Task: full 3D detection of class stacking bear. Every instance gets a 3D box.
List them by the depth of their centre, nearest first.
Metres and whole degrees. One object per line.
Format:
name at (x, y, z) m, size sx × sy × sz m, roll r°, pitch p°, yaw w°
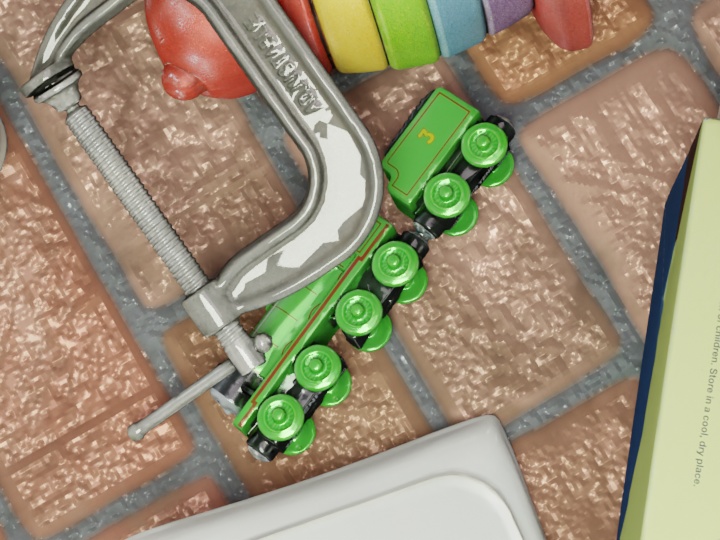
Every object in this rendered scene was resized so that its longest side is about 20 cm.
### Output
stacking bear at (-0.004, -0.139, 0.991) m, size 0.200 × 0.114 × 0.122 m, roll -18°, pitch 78°, yaw 2°

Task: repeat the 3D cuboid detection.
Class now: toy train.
toy train at (0.000, 0.000, 0.994) m, size 0.056 × 0.042 × 0.200 m, roll 35°, pitch 81°, yaw 18°

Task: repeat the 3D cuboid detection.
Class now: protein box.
protein box at (0.227, 0.059, 0.925) m, size 0.200 × 0.135 × 0.199 m, roll 9°, pitch 78°, yaw 4°

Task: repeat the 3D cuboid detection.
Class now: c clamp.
c clamp at (-0.083, -0.045, 0.955) m, size 0.171 × 0.027 × 0.200 m, roll -29°, pitch 93°, yaw 13°

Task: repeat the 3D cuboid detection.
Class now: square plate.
square plate at (0.018, 0.179, 0.925) m, size 0.198 × 0.028 × 0.200 m, roll -16°, pitch 75°, yaw -25°

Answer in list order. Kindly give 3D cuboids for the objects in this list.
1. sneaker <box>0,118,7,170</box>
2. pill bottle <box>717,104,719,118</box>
sneaker at (-0.223, 0.001, 0.977) m, size 0.076 × 0.081 × 0.200 m, roll 13°, pitch 80°, yaw 2°
pill bottle at (0.273, -0.089, 0.966) m, size 0.200 × 0.114 × 0.114 m, roll 14°, pitch 79°, yaw 5°
